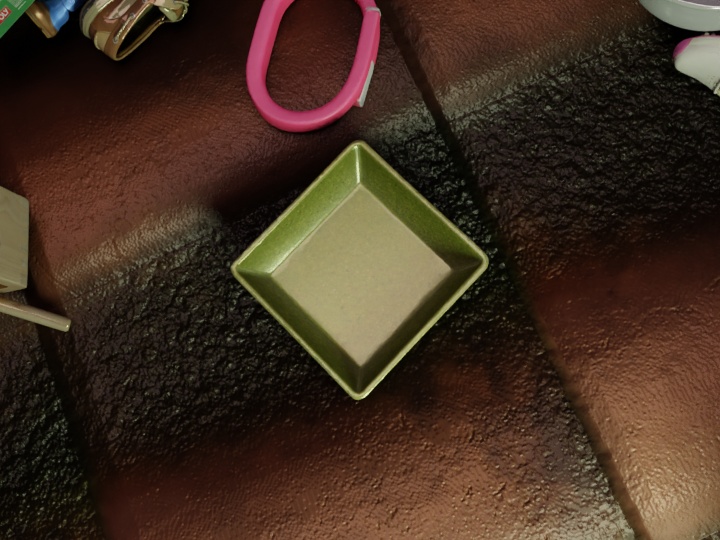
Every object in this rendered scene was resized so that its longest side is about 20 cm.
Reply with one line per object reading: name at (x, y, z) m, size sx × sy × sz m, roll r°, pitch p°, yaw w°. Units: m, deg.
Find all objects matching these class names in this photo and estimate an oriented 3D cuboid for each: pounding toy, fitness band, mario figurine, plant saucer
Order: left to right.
pounding toy at (-0.434, -0.012, 1.004) m, size 0.181 × 0.200 × 0.145 m, roll -10°, pitch 73°, yaw 18°
mario figurine at (-0.318, -0.371, 1.117) m, size 0.199 × 0.106 × 0.124 m, roll -41°, pitch 73°, yaw -4°
fitness band at (-0.054, -0.252, 1.091) m, size 0.141 × 0.037 × 0.203 m, roll 11°, pitch 75°, yaw 9°
plant saucer at (0.000, 0.000, 1.011) m, size 0.200 × 0.048 × 0.200 m, roll 43°, pitch 83°, yaw 15°

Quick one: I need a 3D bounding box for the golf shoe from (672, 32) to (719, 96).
golf shoe at (0.420, -0.186, 1.007) m, size 0.197 × 0.075 × 0.093 m, roll 19°, pitch 81°, yaw 12°

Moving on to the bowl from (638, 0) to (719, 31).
bowl at (0.368, -0.325, 1.029) m, size 0.197 × 0.091 × 0.204 m, roll -3°, pitch 61°, yaw 5°

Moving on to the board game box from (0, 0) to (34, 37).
board game box at (-0.373, -0.347, 1.090) m, size 0.200 × 0.029 × 0.135 m, roll -42°, pitch 39°, yaw 12°

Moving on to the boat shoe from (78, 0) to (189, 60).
boat shoe at (-0.230, -0.320, 1.114) m, size 0.199 × 0.076 × 0.074 m, roll -40°, pitch 80°, yaw 3°
